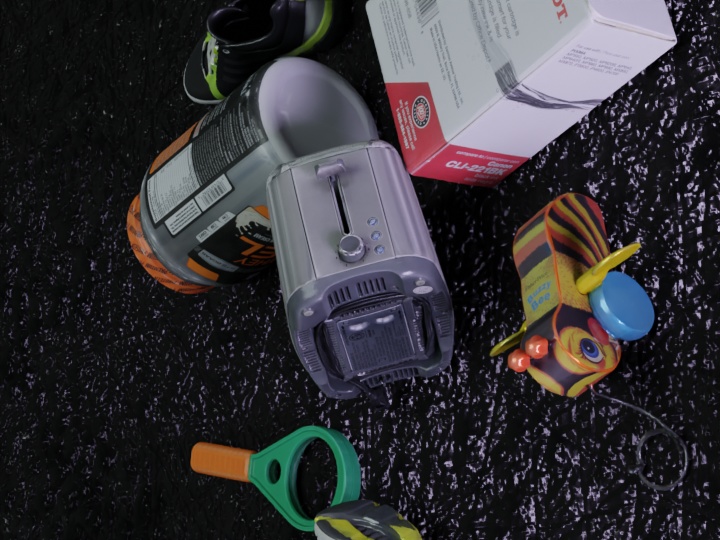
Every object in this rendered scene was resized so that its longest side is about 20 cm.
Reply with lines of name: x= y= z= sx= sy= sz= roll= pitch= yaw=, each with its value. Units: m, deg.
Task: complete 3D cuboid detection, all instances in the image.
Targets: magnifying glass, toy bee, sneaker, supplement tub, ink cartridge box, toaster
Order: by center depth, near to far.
toy bee: x=0.138 y=0.032 z=1.439 sx=0.131 sy=0.108 sz=0.200 roll=-59 pitch=44 yaw=24
ink cartridge box: x=0.105 y=-0.170 z=1.530 sx=0.200 sy=0.084 sz=0.145 roll=-39 pitch=55 yaw=43
sneaker: x=0.045 y=0.233 z=1.565 sx=0.200 sy=0.074 sz=0.085 roll=34 pitch=135 yaw=43
toaster: x=0.000 y=0.000 z=1.583 sx=0.113 sy=0.200 sz=0.130 roll=-15 pitch=60 yaw=2
supplement tub: x=-0.087 y=-0.067 z=1.723 sx=0.200 sy=0.122 sz=0.123 roll=-35 pitch=58 yaw=43
magnifying glass: x=-0.067 y=0.155 z=1.746 sx=0.200 sy=0.022 sz=0.080 roll=4 pitch=87 yaw=50
sneaker: x=-0.095 y=-0.192 z=1.784 sx=0.200 sy=0.083 sz=0.072 roll=-26 pitch=64 yaw=46
